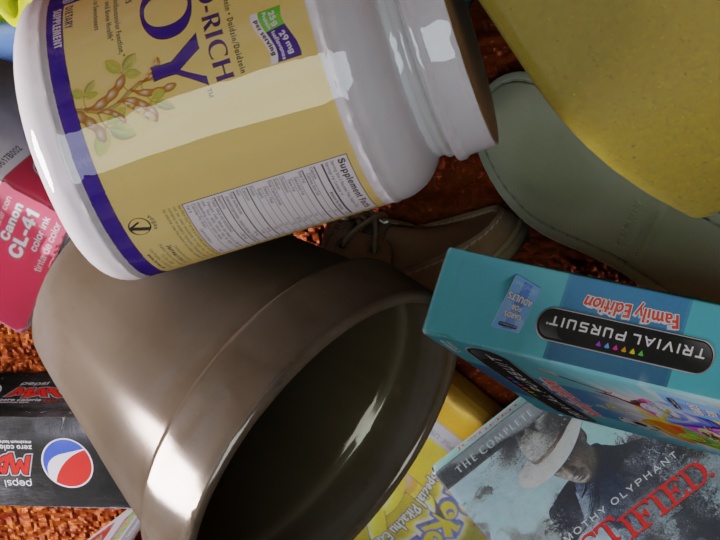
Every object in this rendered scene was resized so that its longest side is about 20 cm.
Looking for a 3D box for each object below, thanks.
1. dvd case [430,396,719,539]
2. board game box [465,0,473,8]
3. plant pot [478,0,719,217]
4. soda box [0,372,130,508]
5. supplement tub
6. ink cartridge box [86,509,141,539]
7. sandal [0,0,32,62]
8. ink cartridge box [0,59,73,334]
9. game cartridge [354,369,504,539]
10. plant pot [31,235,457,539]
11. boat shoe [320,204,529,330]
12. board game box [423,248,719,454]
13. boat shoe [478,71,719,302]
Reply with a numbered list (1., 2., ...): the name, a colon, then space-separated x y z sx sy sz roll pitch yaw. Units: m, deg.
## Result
1. dvd case: 0.158 0.148 1.042 0.146 0.022 0.200 -38 98 5
2. board game box: -0.042 -0.163 0.952 0.199 0.047 0.151 30 137 1
3. plant pot: 0.172 -0.146 0.858 0.195 0.194 0.201 -22 110 21
4. soda box: -0.202 0.105 1.112 0.199 0.071 0.064 0 110 14
5. supplement tub: -0.047 -0.089 0.844 0.199 0.146 0.146 -17 107 10
6. ink cartridge box: -0.175 0.242 1.088 0.175 0.200 0.084 -39 99 25
7. sandal: -0.166 -0.129 0.961 0.199 0.080 0.087 3 135 26
8. ink cartridge box: -0.234 -0.068 1.009 0.199 0.148 0.086 30 115 0
9. game cartridge: 0.034 0.148 1.092 0.200 0.032 0.176 39 115 -3
10. plant pot: -0.075 0.050 0.945 0.173 0.200 0.201 38 118 26
11. boat shoe: 0.000 0.000 1.021 0.199 0.072 0.065 -22 106 27
12. board game box: 0.153 0.052 0.885 0.199 0.151 0.047 12 78 33
13. boat shoe: 0.143 -0.039 0.953 0.199 0.066 0.075 35 102 35
